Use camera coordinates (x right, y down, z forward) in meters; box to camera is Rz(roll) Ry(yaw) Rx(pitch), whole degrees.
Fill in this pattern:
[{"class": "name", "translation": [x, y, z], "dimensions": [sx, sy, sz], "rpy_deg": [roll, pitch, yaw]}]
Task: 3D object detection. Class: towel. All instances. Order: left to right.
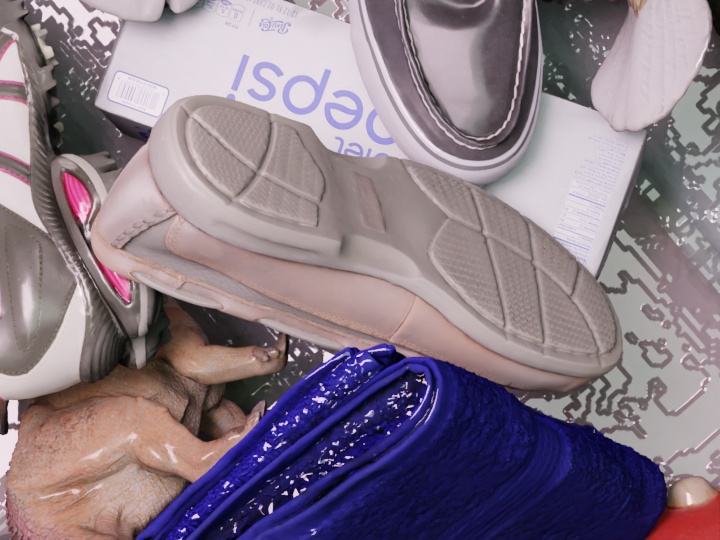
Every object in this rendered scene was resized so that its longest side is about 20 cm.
[{"class": "towel", "translation": [0.011, 0.091, 0.862], "dimensions": [0.148, 0.200, 0.050], "rpy_deg": [-40, 60, 15]}]

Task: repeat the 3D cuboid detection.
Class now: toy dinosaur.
[{"class": "toy dinosaur", "translation": [-0.096, 0.057, 0.909], "dimensions": [0.135, 0.200, 0.086], "rpy_deg": [7, 128, 7]}]

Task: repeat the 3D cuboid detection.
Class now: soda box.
[{"class": "soda box", "translation": [0.005, -0.053, 0.945], "dimensions": [0.199, 0.068, 0.064], "rpy_deg": [20, 86, 4]}]

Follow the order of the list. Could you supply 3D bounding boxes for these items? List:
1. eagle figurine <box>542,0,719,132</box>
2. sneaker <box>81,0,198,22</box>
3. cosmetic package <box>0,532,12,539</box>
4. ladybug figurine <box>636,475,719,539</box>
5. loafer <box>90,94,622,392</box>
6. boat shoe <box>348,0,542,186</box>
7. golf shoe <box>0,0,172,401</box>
[{"class": "eagle figurine", "translation": [0.112, -0.158, 0.919], "dimensions": [0.151, 0.151, 0.200], "rpy_deg": [-35, 95, 9]}, {"class": "sneaker", "translation": [-0.038, -0.177, 0.920], "dimensions": [0.075, 0.081, 0.200], "rpy_deg": [29, 56, 13]}, {"class": "cosmetic package", "translation": [-0.110, 0.205, 0.868], "dimensions": [0.164, 0.200, 0.166], "rpy_deg": [28, 90, 5]}, {"class": "ladybug figurine", "translation": [0.147, 0.174, 0.919], "dimensions": [0.135, 0.072, 0.201], "rpy_deg": [-19, 85, 3]}, {"class": "loafer", "translation": [0.000, 0.000, 0.856], "dimensions": [0.063, 0.199, 0.072], "rpy_deg": [-41, 41, 34]}, {"class": "boat shoe", "translation": [0.034, -0.133, 0.886], "dimensions": [0.069, 0.066, 0.201], "rpy_deg": [1, 78, -10]}, {"class": "golf shoe", "translation": [-0.140, -0.042, 0.885], "dimensions": [0.088, 0.077, 0.200], "rpy_deg": [-22, 58, -13]}]
